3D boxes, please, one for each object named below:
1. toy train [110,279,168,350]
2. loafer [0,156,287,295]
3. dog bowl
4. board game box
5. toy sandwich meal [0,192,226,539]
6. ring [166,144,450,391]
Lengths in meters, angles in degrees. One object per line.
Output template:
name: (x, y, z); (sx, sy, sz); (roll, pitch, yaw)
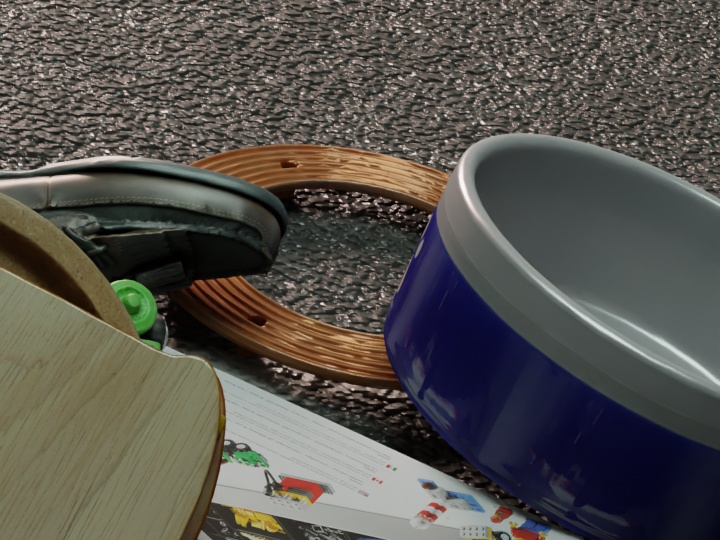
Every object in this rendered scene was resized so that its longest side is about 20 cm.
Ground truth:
toy train: (-0.164, 0.022, 0.963); (0.199, 0.042, 0.057); (9, 61, -21)
loafer: (-0.131, -0.008, 1.104); (0.199, 0.072, 0.063); (5, 60, 5)
dog bowl: (0.112, 0.032, 1.070); (0.199, 0.079, 0.200); (23, 23, -11)
board game box: (-0.031, 0.098, 0.989); (0.199, 0.035, 0.126); (24, 30, 19)
toy sandwich meal: (-0.146, 0.054, 0.897); (0.204, 0.070, 0.206); (5, 74, -18)
ring: (0.000, 0.000, 1.187); (0.199, 0.019, 0.201); (11, 30, -6)
